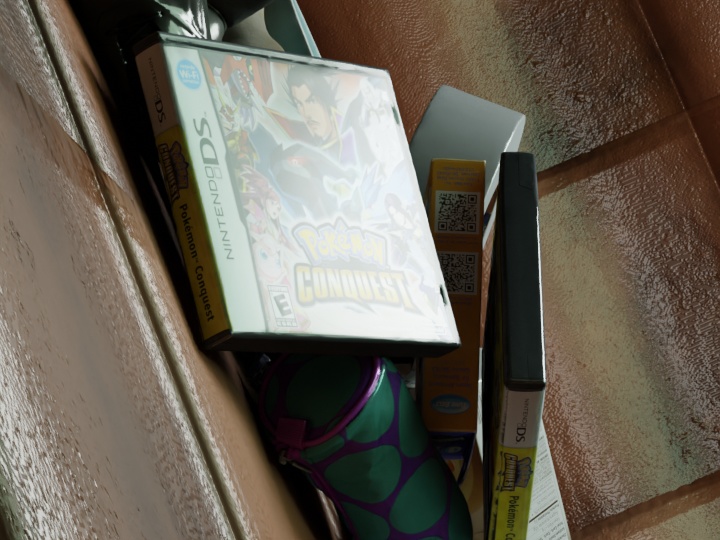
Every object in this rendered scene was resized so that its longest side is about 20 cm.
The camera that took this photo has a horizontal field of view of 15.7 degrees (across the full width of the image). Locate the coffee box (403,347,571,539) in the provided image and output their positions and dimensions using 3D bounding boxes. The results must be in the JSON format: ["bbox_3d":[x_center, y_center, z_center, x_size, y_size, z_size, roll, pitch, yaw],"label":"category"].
[{"bbox_3d":[0.079,0.163,1.933,0.080,0.114,0.201,-30,113,-43],"label":"coffee box"}]

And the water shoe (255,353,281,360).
[{"bbox_3d":[-0.032,0.020,1.614,0.079,0.071,0.200,-68,149,-32],"label":"water shoe"}]

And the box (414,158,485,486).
[{"bbox_3d":[0.056,0.038,1.692,0.119,0.041,0.201,97,-2,-77],"label":"box"}]

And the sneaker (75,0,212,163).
[{"bbox_3d":[-0.112,-0.120,1.515,0.091,0.076,0.200,-97,162,-44],"label":"sneaker"}]

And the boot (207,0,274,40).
[{"bbox_3d":[-0.058,-0.185,1.682,0.073,0.200,0.182,62,5,-54],"label":"boot"}]

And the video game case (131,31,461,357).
[{"bbox_3d":[-0.033,-0.040,1.493,0.200,0.025,0.181,4,66,-48],"label":"video game case"}]

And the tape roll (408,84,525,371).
[{"bbox_3d":[0.054,-0.029,1.871,0.200,0.066,0.201,21,90,-85],"label":"tape roll"}]

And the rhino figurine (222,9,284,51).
[{"bbox_3d":[-0.094,-0.139,1.815,0.060,0.087,0.200,62,5,-56],"label":"rhino figurine"}]

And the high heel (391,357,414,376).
[{"bbox_3d":[0.000,0.000,1.728,0.200,0.071,0.143,149,-59,-72],"label":"high heel"}]

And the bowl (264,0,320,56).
[{"bbox_3d":[-0.061,-0.098,1.941,0.201,0.105,0.201,-24,90,-87],"label":"bowl"}]

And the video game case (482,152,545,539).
[{"bbox_3d":[0.096,0.059,1.652,0.200,0.025,0.181,-88,180,-45],"label":"video game case"}]

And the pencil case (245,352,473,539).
[{"bbox_3d":[0.004,0.121,1.590,0.085,0.092,0.200,28,-21,38],"label":"pencil case"}]
